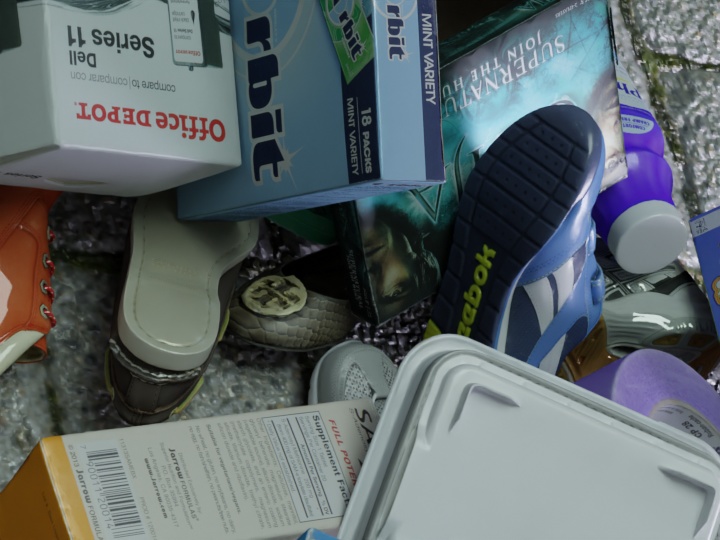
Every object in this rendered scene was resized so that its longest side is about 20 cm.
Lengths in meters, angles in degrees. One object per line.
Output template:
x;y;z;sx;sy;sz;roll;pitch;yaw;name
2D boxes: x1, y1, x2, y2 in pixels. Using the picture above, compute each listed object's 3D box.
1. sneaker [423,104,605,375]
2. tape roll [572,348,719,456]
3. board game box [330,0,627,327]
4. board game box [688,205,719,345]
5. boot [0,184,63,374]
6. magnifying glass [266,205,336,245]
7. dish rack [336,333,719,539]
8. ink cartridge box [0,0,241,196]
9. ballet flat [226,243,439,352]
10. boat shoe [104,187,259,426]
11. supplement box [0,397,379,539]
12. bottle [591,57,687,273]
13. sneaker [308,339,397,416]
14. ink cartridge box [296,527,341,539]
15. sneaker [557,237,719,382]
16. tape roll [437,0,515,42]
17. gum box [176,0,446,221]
0.098;-0.006;1.465;0.082;0.201;0.074;-5;37;-38;sneaker
0.166;0.152;1.464;0.200;0.085;0.201;39;34;-34;tape roll
0.067;-0.071;1.477;0.200;0.136;0.028;-31;37;-28;board game box
0.261;0.069;1.582;0.135;0.045;0.201;52;21;-39;board game box
-0.192;-0.006;1.396;0.107;0.075;0.200;44;55;-4;boot
-0.094;-0.077;1.514;0.200;0.022;0.080;35;14;2;magnifying glass
0.093;0.139;1.313;0.199;0.044;0.172;24;79;-15;dish rack
-0.143;-0.147;1.359;0.146;0.083;0.201;3;80;-51;ink cartridge box
0.000;0.000;1.516;0.199;0.047;0.067;-18;45;-41;ballet flat
-0.102;0.011;1.440;0.072;0.060;0.200;18;31;-6;boat shoe
-0.090;0.132;1.328;0.199;0.126;0.074;-4;62;-36;supplement box
0.146;-0.080;1.626;0.083;0.065;0.200;4;39;-24;bottle
0.040;0.122;1.449;0.074;0.082;0.201;-13;69;-38;sneaker
-0.018;0.250;1.246;0.146;0.200;0.147;24;49;-18;ink cartridge box
0.129;0.021;1.594;0.199;0.076;0.088;10;41;-33;sneaker
0.026;-0.155;1.518;0.202;0.204;0.139;-12;27;-38;tape roll
-0.033;-0.120;1.374;0.044;0.200;0.171;0;86;-35;gum box
